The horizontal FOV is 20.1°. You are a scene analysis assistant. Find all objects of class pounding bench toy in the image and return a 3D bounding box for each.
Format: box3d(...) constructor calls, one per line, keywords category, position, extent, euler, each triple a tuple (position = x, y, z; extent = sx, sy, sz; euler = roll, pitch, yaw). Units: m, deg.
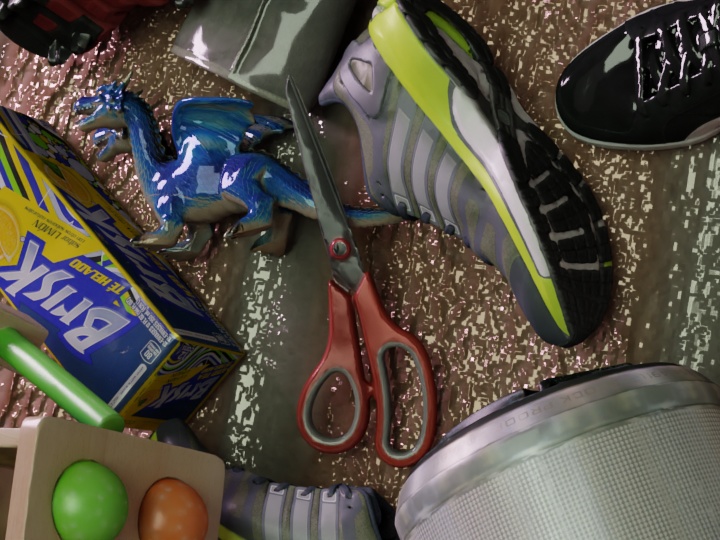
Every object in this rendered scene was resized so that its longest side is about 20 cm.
box3d(category="pounding bench toy", position=(-0.151, 0.105, 0.975), extent=(0.155, 0.124, 0.201), euler=(-5, 74, 40))

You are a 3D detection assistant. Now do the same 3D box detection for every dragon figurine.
box3d(category="dragon figurine", position=(-0.069, -0.060, 1.077), extent=(0.199, 0.059, 0.100), euler=(-5, 78, 27))

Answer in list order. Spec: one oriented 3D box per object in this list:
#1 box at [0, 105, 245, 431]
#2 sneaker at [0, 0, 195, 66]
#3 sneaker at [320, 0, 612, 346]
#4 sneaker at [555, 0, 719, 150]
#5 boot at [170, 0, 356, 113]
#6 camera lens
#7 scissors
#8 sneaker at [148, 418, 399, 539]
box3d(category="box", position=(-0.155, -0.003, 1.102), extent=(0.064, 0.070, 0.200), euler=(-49, 63, 13))
box3d(category="sneaker", position=(-0.123, -0.184, 1.101), extent=(0.200, 0.071, 0.098), euler=(-17, 45, 46))
box3d(category="sneaker", position=(0.052, -0.043, 1.004), extent=(0.081, 0.074, 0.201), euler=(-42, 67, 30))
box3d(category="sneaker", position=(0.169, -0.113, 0.939), extent=(0.199, 0.112, 0.073), euler=(-12, 74, 24))
box3d(category="boot", position=(0.001, -0.176, 1.059), extent=(0.181, 0.072, 0.201), euler=(22, 83, 42))
box3d(category="camera lens", position=(0.115, 0.152, 0.886), extent=(0.159, 0.160, 0.201), euler=(-28, 69, 19))
box3d(category="scissors", position=(0.000, 0.000, 1.027), extent=(0.073, 0.014, 0.201), euler=(-2, 91, 13))
box3d(category="sneaker", position=(-0.028, 0.134, 1.021), extent=(0.200, 0.074, 0.081), euler=(39, 83, 25))
